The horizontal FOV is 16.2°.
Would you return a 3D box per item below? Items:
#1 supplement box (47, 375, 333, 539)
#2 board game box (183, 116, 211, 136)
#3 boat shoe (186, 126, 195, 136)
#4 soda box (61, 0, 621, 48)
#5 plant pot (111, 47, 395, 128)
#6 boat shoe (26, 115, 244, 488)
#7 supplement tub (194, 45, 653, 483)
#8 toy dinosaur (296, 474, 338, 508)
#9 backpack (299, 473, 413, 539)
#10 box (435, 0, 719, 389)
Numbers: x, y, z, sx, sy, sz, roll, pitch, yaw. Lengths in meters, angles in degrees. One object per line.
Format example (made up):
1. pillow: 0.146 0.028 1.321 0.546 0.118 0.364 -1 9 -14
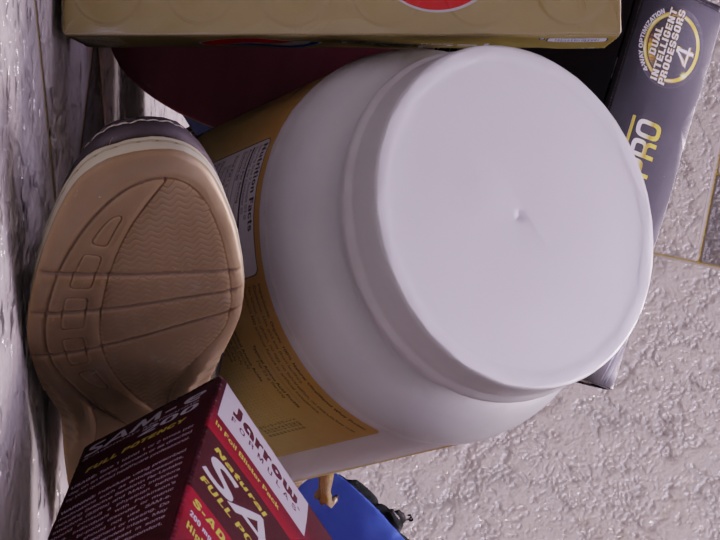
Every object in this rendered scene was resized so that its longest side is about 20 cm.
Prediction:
1. supplement box: -0.050 0.127 0.771 0.109 0.061 0.200 57 15 -17
2. board game box: -0.037 -0.049 1.229 0.200 0.035 0.136 58 9 -6
3. boat shoe: -0.074 -0.012 1.219 0.200 0.075 0.072 -94 180 -50
4. soda box: -0.007 -0.115 0.915 0.064 0.199 0.068 -84 175 -88
5. plant pot: -0.023 -0.159 1.054 0.200 0.199 0.179 -90 -164 -60
6. boat shoe: -0.077 0.014 0.859 0.200 0.072 0.065 90 -9 -50
7. supplement tub: 0.000 0.000 0.952 0.200 0.144 0.145 -19 -113 54
8. toy dinosaur: -0.043 0.059 1.127 0.101 0.058 0.201 -43 130 -42
9. backpack: -0.018 0.214 1.292 0.168 0.162 0.200 -42 165 -26
10. box: 0.057 -0.044 1.072 0.200 0.049 0.162 13 -94 59
